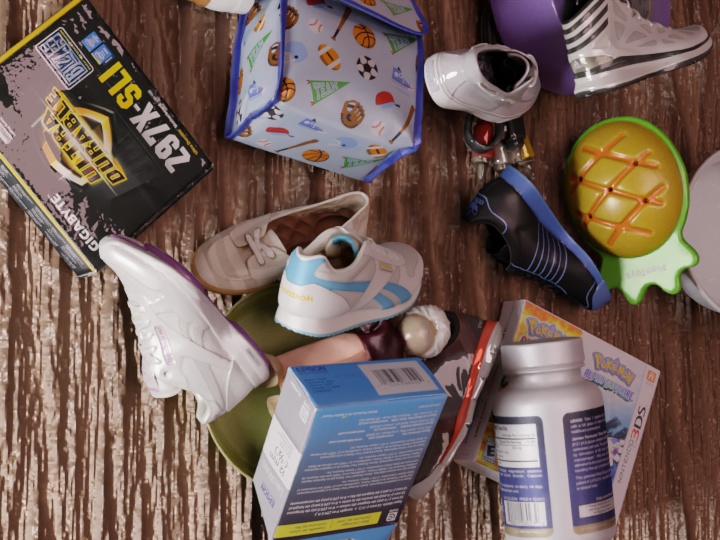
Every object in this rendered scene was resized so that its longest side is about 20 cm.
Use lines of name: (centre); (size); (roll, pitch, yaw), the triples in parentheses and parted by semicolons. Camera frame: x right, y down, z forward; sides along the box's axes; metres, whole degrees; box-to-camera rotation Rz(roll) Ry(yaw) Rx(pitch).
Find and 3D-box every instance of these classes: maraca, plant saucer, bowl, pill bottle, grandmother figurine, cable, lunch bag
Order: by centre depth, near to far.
grandmother figurine: (0.002, 0.086, 1.511); (0.200, 0.061, 0.121); (-23, 106, -28)
plant saucer: (-0.068, 0.111, 1.516); (0.200, 0.031, 0.200); (4, 82, -31)
lunch bag: (-0.028, -0.211, 1.523); (0.170, 0.124, 0.200); (18, 63, -29)
pill bottle: (0.189, 0.169, 1.566); (0.111, 0.111, 0.200); (-6, 90, -31)
cable: (0.135, -0.189, 1.670); (0.097, 0.050, 0.200); (0, 75, -33)
maraca: (0.290, -0.066, 1.691); (0.107, 0.137, 0.200); (-7, 81, -58)
bowl: (0.409, -0.038, 1.781); (0.201, 0.090, 0.201); (3, 84, -31)

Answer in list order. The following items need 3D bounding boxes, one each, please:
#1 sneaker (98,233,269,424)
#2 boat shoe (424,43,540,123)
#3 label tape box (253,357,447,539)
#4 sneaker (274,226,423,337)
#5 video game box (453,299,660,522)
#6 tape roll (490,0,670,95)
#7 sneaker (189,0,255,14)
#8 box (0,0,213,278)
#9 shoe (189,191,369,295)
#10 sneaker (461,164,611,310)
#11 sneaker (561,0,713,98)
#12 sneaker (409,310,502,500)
sneaker: (-0.169, 0.054, 1.399); (0.100, 0.075, 0.200); (-45, 111, -10)
boat shoe: (0.138, -0.193, 1.568); (0.200, 0.068, 0.072); (7, 73, -56)
label tape box: (-0.020, 0.179, 1.469); (0.143, 0.066, 0.200); (-3, 128, -32)
sneaker: (0.000, 0.000, 1.486); (0.200, 0.076, 0.081); (-23, 129, -54)
video game box: (0.212, 0.152, 1.671); (0.200, 0.047, 0.182); (27, 70, -26)
tape roll: (0.236, -0.293, 1.687); (0.200, 0.085, 0.200); (9, 76, -39)
sneaker: (-0.140, -0.347, 1.494); (0.085, 0.073, 0.200); (3, 82, -28)
box: (-0.251, -0.120, 1.420); (0.160, 0.049, 0.200); (-45, 107, -28)
shoe: (-0.073, -0.032, 1.502); (0.200, 0.053, 0.070); (-20, 67, -35)
sneaker: (0.184, -0.018, 1.666); (0.078, 0.070, 0.200); (-42, 114, -3)
sneaker: (0.282, -0.254, 1.614); (0.200, 0.076, 0.115); (-22, 99, -39)
sneaker: (0.073, 0.131, 1.590); (0.082, 0.077, 0.200); (23, 71, 1)
